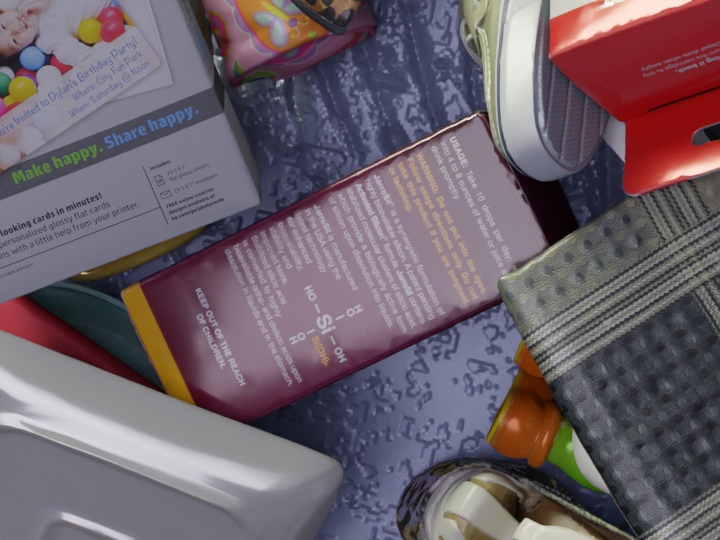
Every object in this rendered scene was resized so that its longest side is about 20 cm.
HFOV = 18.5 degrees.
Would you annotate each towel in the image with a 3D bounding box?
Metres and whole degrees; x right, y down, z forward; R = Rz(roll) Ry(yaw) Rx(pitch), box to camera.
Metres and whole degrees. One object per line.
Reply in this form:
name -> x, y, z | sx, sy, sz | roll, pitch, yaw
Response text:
towel -> 0.188, 0.036, 0.991 | 0.199, 0.035, 0.193 | -31, 84, -5

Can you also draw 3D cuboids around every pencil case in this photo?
pencil case -> -0.060, -0.194, 1.085 | 0.087, 0.087, 0.201 | -22, 90, 15

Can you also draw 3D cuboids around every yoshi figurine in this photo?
yoshi figurine -> 0.170, 0.075, 1.054 | 0.199, 0.112, 0.113 | 25, 81, 9

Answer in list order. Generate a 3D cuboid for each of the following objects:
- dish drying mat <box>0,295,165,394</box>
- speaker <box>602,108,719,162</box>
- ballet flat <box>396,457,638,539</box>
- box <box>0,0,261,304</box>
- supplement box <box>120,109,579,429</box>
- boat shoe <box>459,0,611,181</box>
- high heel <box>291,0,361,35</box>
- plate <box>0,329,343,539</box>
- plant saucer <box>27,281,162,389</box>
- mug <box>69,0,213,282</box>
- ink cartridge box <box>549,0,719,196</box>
dish drying mat -> -0.142, 0.078, 1.129 | 0.199, 0.018, 0.077 | 34, 102, 9
speaker -> 0.196, -0.119, 1.029 | 0.200, 0.081, 0.081 | -43, 85, 13
ballet flat -> 0.080, 0.128, 1.045 | 0.200, 0.072, 0.073 | 26, 104, 44
box -> -0.151, -0.095, 0.995 | 0.155, 0.041, 0.201 | -20, 112, 4
supplement box -> 0.000, 0.000, 1.074 | 0.199, 0.110, 0.086 | -26, 90, 15
boat shoe -> 0.078, -0.121, 1.031 | 0.062, 0.072, 0.201 | -18, 48, 31
high heel -> 0.044, -0.192, 1.041 | 0.199, 0.071, 0.144 | -13, 80, -10
plate -> -0.130, 0.134, 1.077 | 0.198, 0.032, 0.201 | 21, 129, -5
plant saucer -> -0.161, 0.103, 1.163 | 0.198, 0.036, 0.202 | 2, 97, 14
mug -> -0.150, -0.100, 1.098 | 0.152, 0.187, 0.150 | -22, 63, 13
ink cartridge box -> 0.148, -0.145, 0.979 | 0.116, 0.067, 0.201 | -18, 55, 34
